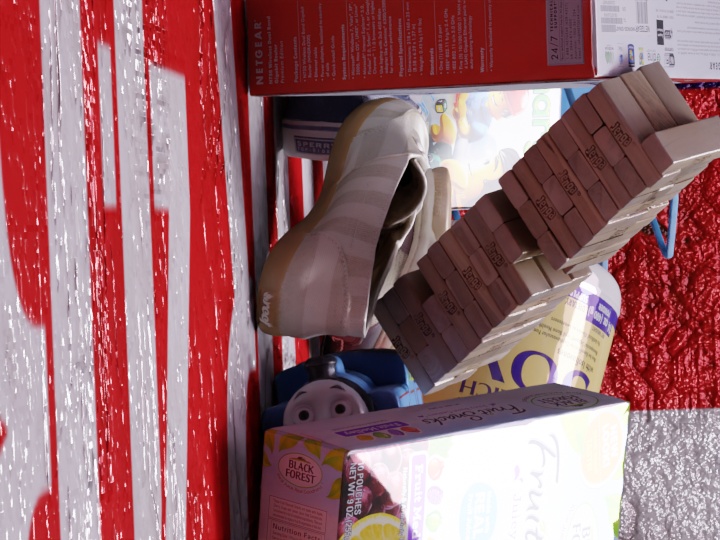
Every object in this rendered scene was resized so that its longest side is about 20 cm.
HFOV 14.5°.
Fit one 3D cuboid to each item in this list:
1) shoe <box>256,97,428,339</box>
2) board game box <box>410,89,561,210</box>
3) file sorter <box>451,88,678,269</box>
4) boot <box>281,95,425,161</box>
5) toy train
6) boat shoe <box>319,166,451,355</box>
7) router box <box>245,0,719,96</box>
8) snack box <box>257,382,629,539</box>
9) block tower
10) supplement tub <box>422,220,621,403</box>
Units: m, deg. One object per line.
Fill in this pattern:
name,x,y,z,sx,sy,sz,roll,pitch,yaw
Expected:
shoe,0.005,-0.023,1.404,0.200,0.053,0.070,-59,151,-54
board game box,0.063,-0.136,1.695,0.035,0.126,0.201,12,-76,55
file sorter,0.097,-0.056,1.830,0.139,0.199,0.123,81,-7,-66
boot,-0.001,-0.114,1.554,0.200,0.072,0.091,-59,153,-81
toy train,-0.005,0.096,1.377,0.200,0.086,0.115,-2,81,-84
boat shoe,0.000,0.000,1.585,0.200,0.065,0.072,118,-19,-61
router box,0.068,-0.113,1.390,0.200,0.179,0.049,-8,96,-64
snack box,0.038,0.132,1.270,0.200,0.053,0.143,-6,104,-48
block tower,0.087,-0.020,1.336,0.054,0.200,0.058,-19,72,-47
supplement tub,0.065,0.085,1.685,0.145,0.145,0.201,72,32,-75
